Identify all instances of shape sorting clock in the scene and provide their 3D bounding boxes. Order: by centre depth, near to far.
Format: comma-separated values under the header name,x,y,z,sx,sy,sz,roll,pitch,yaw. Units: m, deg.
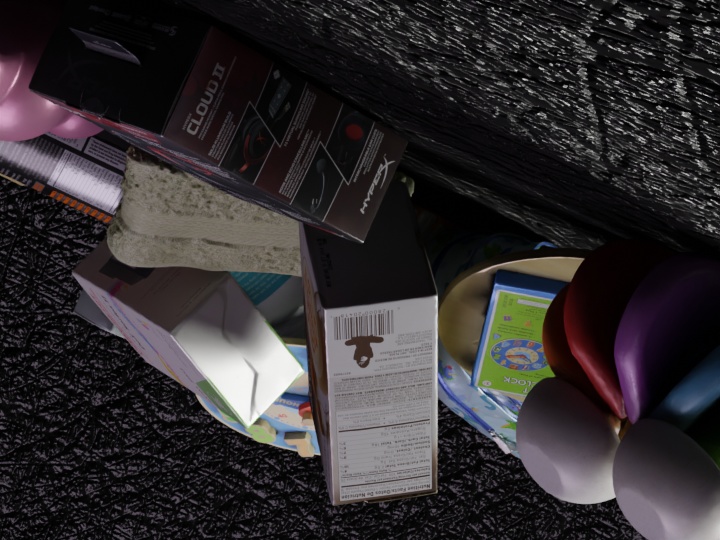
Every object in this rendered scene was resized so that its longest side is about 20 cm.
name,x,y,z,sx,sy,sz,roll,pitch,yaw
shape sorting clock,0.151,0.043,1.438,0.199,0.039,0.200,8,143,6
shape sorting clock,-0.039,0.108,1.742,0.199,0.039,0.200,9,147,6

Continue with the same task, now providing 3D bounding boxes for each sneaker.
name,x,y,z,sx,sy,sz,roll,pitch,yaw
sneaker,0.053,-0.020,1.660,0.077,0.078,0.200,39,-176,39

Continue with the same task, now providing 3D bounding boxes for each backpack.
name,x,y,z,sx,sy,sz,roll,pitch,yaw
backpack,0.119,0.047,1.603,0.200,0.164,0.154,33,165,-25

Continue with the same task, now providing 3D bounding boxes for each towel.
name,x,y,z,sx,sy,sz,roll,pitch,yaw
towel,-0.072,-0.041,1.495,0.199,0.037,0.149,6,149,-11

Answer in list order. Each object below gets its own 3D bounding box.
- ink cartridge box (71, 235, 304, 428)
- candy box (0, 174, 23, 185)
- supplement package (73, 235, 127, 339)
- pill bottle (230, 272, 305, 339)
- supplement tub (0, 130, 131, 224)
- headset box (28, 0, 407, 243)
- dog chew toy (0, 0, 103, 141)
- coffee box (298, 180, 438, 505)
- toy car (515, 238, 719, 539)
name,x,y,z,sx,sy,sz,roll,pitch,yaw
ink cartridge box,-0.144,0.032,1.644,0.200,0.067,0.117,27,158,52
candy box,-0.310,-0.155,1.652,0.055,0.116,0.200,-20,153,25
supplement package,-0.112,-0.009,1.850,0.191,0.201,0.147,26,177,-21
pill bottle,-0.098,-0.027,1.714,0.200,0.111,0.111,49,169,-18
supplement tub,-0.195,-0.106,1.561,0.199,0.123,0.123,25,177,-13
headset box,-0.094,-0.099,1.307,0.200,0.075,0.148,27,176,-42
dog chew toy,-0.232,-0.139,1.374,0.199,0.125,0.124,17,-177,-41
coffee box,0.006,0.053,1.471,0.079,0.115,0.201,-7,135,-6
toy car,0.186,0.054,1.253,0.200,0.175,0.150,21,139,52
